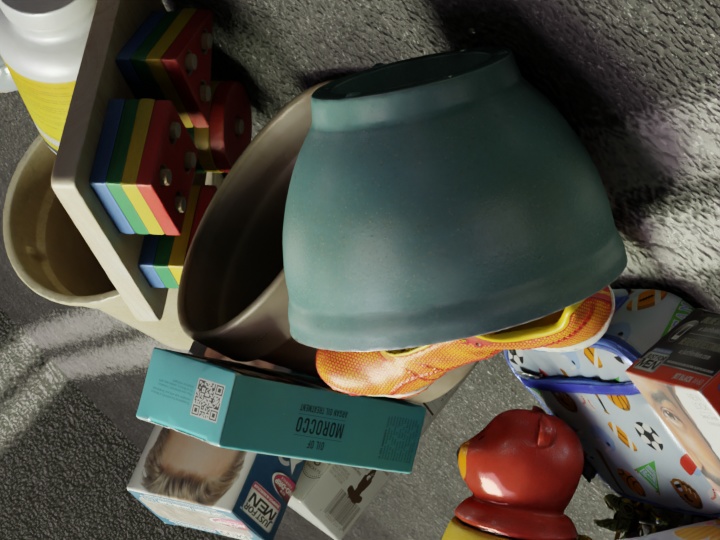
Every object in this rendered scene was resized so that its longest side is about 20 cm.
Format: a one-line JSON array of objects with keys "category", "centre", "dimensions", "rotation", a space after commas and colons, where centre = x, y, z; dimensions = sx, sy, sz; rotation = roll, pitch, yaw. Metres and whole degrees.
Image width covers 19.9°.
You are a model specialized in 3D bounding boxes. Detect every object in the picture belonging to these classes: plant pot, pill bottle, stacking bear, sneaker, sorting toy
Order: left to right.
[{"category": "pill bottle", "centre": [-0.221, -0.174, 1.597], "dimensions": [0.112, 0.112, 0.200], "rotation": [37, 163, 23]}, {"category": "plant pot", "centre": [-0.172, -0.026, 1.758], "dimensions": [0.200, 0.201, 0.184], "rotation": [32, 172, 35]}, {"category": "sorting toy", "centre": [-0.139, -0.095, 1.493], "dimensions": [0.069, 0.200, 0.200], "rotation": [2, 151, 15]}, {"category": "plant pot", "centre": [0.000, 0.000, 1.404], "dimensions": [0.173, 0.201, 0.200], "rotation": [33, 169, -22]}, {"category": "plant pot", "centre": [0.043, -0.050, 1.172], "dimensions": [0.200, 0.199, 0.135], "rotation": [13, 119, 61]}, {"category": "sneaker", "centre": [0.055, 0.027, 1.260], "dimensions": [0.077, 0.199, 0.073], "rotation": [25, -129, -57]}, {"category": "stacking bear", "centre": [0.095, 0.190, 1.354], "dimensions": [0.113, 0.202, 0.121], "rotation": [11, -176, 5]}]

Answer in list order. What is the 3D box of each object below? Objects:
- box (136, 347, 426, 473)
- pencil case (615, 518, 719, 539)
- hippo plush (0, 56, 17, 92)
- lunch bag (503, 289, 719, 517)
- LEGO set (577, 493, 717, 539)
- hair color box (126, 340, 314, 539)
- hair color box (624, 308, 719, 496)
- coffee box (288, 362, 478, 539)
[{"category": "box", "centre": [-0.050, 0.096, 1.387], "dimensions": [0.082, 0.050, 0.199], "rotation": [14, 180, 40]}, {"category": "pencil case", "centre": [0.231, 0.200, 1.285], "dimensions": [0.083, 0.199, 0.091], "rotation": [-84, -17, -73]}, {"category": "hippo plush", "centre": [-0.343, -0.209, 1.699], "dimensions": [0.199, 0.159, 0.161], "rotation": [29, 158, 40]}, {"category": "lunch bag", "centre": [0.177, 0.080, 1.335], "dimensions": [0.160, 0.076, 0.200], "rotation": [50, 162, -13]}, {"category": "LEGO set", "centre": [0.196, 0.183, 1.435], "dimensions": [0.153, 0.117, 0.200], "rotation": [11, -178, -21]}, {"category": "hair color box", "centre": [-0.080, 0.091, 1.497], "dimensions": [0.099, 0.201, 0.061], "rotation": [7, 153, 34]}, {"category": "hair color box", "centre": [0.246, 0.119, 1.154], "dimensions": [0.200, 0.064, 0.111], "rotation": [53, 171, -10]}, {"category": "coffee box", "centre": [-0.006, 0.086, 1.555], "dimensions": [0.114, 0.200, 0.080], "rotation": [30, 167, 36]}]
